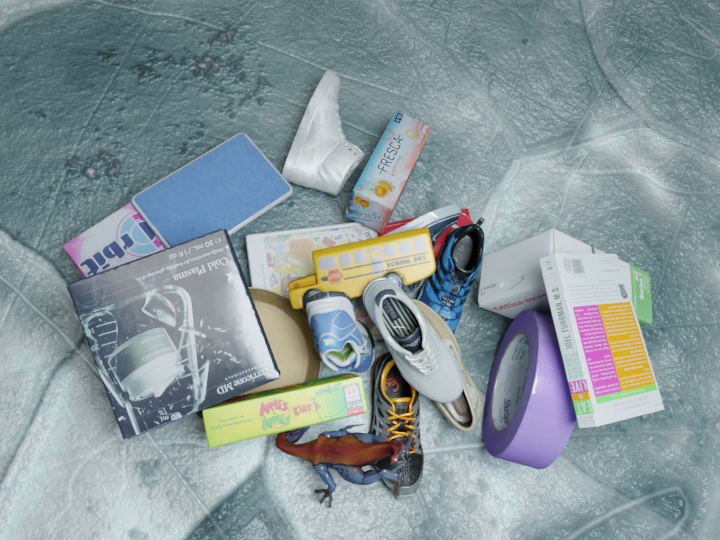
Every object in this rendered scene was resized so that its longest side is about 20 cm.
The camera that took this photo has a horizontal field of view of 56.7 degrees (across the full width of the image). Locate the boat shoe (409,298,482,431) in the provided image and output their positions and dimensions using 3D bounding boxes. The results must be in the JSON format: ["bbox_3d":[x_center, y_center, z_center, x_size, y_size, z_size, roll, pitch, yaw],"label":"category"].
[{"bbox_3d":[0.108,0.132,0.936,0.072,0.065,0.201,-29,88,13],"label":"boat shoe"}]

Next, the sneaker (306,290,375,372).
[{"bbox_3d":[-0.026,0.102,0.885,0.075,0.200,0.078,-13,60,11],"label":"sneaker"}]

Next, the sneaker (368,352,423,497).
[{"bbox_3d":[0.049,0.207,0.917,0.078,0.077,0.201,-4,71,-11],"label":"sneaker"}]

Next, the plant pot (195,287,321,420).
[{"bbox_3d":[-0.154,0.124,0.926,0.198,0.027,0.202,1,84,-9],"label":"plant pot"}]

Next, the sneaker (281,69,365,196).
[{"bbox_3d":[-0.041,-0.216,1.071,0.115,0.074,0.201,20,78,-2],"label":"sneaker"}]

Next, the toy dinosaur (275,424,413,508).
[{"bbox_3d":[-0.027,0.219,0.849,0.180,0.201,0.105,11,52,11],"label":"toy dinosaur"}]

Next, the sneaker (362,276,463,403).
[{"bbox_3d":[0.068,0.100,0.855,0.073,0.071,0.200,-37,106,5],"label":"sneaker"}]

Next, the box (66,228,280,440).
[{"bbox_3d":[-0.228,0.077,0.843,0.199,0.124,0.198,-21,91,-10],"label":"box"}]

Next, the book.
[{"bbox_3d":[0.288,0.079,0.806,0.133,0.048,0.202,1,74,-39],"label":"book"}]

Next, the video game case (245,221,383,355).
[{"bbox_3d":[-0.061,0.025,0.988,0.198,0.023,0.183,-7,78,-11],"label":"video game case"}]

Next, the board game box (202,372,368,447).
[{"bbox_3d":[-0.098,0.177,0.863,0.198,0.102,0.048,-10,86,-10],"label":"board game box"}]

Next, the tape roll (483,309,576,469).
[{"bbox_3d":[0.228,0.157,0.894,0.065,0.200,0.201,16,68,-2],"label":"tape roll"}]

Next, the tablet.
[{"bbox_3d":[-0.211,-0.108,0.961,0.200,0.014,0.130,-36,77,-21],"label":"tablet"}]

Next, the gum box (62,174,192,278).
[{"bbox_3d":[-0.311,-0.032,0.959,0.200,0.066,0.114,-38,78,-20],"label":"gum box"}]

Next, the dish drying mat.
[{"bbox_3d":[0.088,-0.048,1.050,0.199,0.018,0.077,-12,73,-12],"label":"dish drying mat"}]

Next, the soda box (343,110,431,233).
[{"bbox_3d":[0.044,-0.156,1.037,0.068,0.064,0.201,25,53,1],"label":"soda box"}]

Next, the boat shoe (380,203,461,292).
[{"bbox_3d":[0.079,-0.024,0.991,0.199,0.071,0.091,-27,90,-20],"label":"boat shoe"}]

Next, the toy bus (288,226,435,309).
[{"bbox_3d":[0.000,0.000,0.902,0.198,0.065,0.079,-12,92,0],"label":"toy bus"}]

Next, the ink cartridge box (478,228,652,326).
[{"bbox_3d":[0.288,0.027,0.945,0.199,0.146,0.085,21,65,-27],"label":"ink cartridge box"}]

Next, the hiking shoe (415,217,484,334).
[{"bbox_3d":[0.130,0.019,0.987,0.074,0.087,0.201,17,77,-1],"label":"hiking shoe"}]
